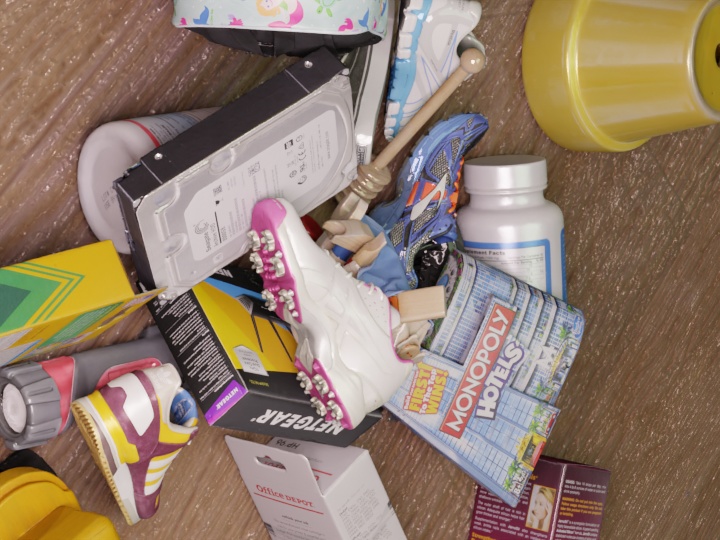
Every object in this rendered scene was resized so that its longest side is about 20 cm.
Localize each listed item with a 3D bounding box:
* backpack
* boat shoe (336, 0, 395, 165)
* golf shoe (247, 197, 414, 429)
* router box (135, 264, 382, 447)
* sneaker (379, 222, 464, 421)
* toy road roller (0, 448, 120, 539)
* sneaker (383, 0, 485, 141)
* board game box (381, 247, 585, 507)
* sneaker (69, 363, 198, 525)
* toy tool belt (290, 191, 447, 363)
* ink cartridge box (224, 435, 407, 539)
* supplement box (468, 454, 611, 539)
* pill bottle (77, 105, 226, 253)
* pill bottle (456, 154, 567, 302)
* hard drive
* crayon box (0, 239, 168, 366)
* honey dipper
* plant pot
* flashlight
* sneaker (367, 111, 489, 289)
[{"bbox_3d":[-0.063,-0.238,1.348,0.200,0.177,0.151,-58,152,-75],"label":"backpack"},{"bbox_3d":[-0.008,-0.180,1.513,0.071,0.063,0.200,100,1,-49],"label":"boat shoe"},{"bbox_3d":[-0.023,0.024,1.331,0.091,0.075,0.200,-29,113,-19],"label":"golf shoe"},{"bbox_3d":[-0.082,0.068,1.414,0.051,0.149,0.200,-41,151,20],"label":"router box"},{"bbox_3d":[0.046,0.037,1.616,0.104,0.060,0.200,-14,108,-46],"label":"sneaker"},{"bbox_3d":[-0.243,0.245,1.295,0.123,0.146,0.200,-39,120,-34],"label":"toy road roller"},{"bbox_3d":[0.068,-0.179,1.534,0.200,0.086,0.075,102,-6,-59],"label":"sneaker"},{"bbox_3d":[0.096,0.092,1.574,0.200,0.062,0.200,24,90,-27],"label":"board game box"},{"bbox_3d":[-0.166,0.139,1.342,0.090,0.075,0.200,-28,159,-12],"label":"sneaker"},{"bbox_3d":[0.000,0.000,1.448,0.123,0.200,0.125,-42,137,18],"label":"toy tool belt"},{"bbox_3d":[-0.032,0.216,1.521,0.068,0.116,0.200,-42,123,-33],"label":"ink cartridge box"},{"bbox_3d":[0.176,0.291,1.741,0.086,0.110,0.201,15,85,-45],"label":"supplement box"},{"bbox_3d":[-0.125,-0.080,1.397,0.200,0.109,0.109,-13,104,-43],"label":"pill bottle"},{"bbox_3d":[0.148,-0.011,1.675,0.112,0.112,0.201,-13,104,-43],"label":"pill bottle"},{"bbox_3d":[-0.091,-0.071,1.301,0.200,0.038,0.140,-33,150,-19],"label":"hard drive"},{"bbox_3d":[-0.260,0.034,1.261,0.200,0.126,0.052,-17,80,-42],"label":"crayon box"},{"bbox_3d":[0.047,-0.127,1.517,0.038,0.200,0.038,29,35,-24],"label":"honey dipper"},{"bbox_3d":[0.300,-0.221,1.745,0.200,0.189,0.201,-7,100,-45],"label":"plant pot"},{"bbox_3d":[-0.205,0.093,1.372,0.200,0.068,0.068,-10,129,-45],"label":"flashlight"},{"bbox_3d":[0.065,-0.061,1.584,0.200,0.078,0.075,-56,171,-7],"label":"sneaker"}]
